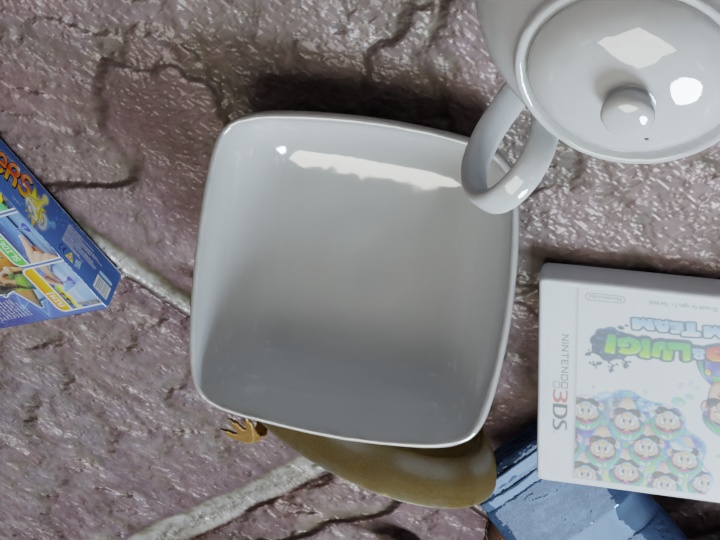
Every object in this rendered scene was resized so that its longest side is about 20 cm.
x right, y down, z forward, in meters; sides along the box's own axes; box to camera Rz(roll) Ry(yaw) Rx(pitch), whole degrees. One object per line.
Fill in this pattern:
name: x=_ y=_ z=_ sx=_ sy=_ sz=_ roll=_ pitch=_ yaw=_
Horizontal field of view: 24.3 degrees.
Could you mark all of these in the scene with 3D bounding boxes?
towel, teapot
towel: x=0.180 y=0.202 z=1.253 sx=0.111 sy=0.049 sz=0.200 roll=-37 pitch=95 yaw=25
teapot: x=0.140 y=-0.123 z=0.847 sx=0.196 sy=0.147 sz=0.201 roll=4 pitch=141 yaw=16

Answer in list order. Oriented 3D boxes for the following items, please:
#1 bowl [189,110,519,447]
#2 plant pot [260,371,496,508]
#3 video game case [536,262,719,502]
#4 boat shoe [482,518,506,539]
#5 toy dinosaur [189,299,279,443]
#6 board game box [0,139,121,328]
bowl: x=0.000 y=0.000 z=1.054 sx=0.199 sy=0.075 sz=0.201 roll=9 pitch=102 yaw=8
plant pot: x=0.008 y=0.094 z=1.149 sx=0.199 sy=0.200 sz=0.028 roll=23 pitch=108 yaw=-7
video game case: x=0.219 y=0.082 z=1.135 sx=0.199 sy=0.024 sz=0.183 roll=6 pitch=127 yaw=13
boat shoe: x=0.194 y=0.232 z=1.318 sx=0.199 sy=0.071 sz=0.070 roll=14 pitch=144 yaw=0
toy dinosaur: x=-0.050 y=0.091 z=1.232 sx=0.060 sy=0.107 sz=0.200 roll=-20 pitch=123 yaw=29
board game box: x=-0.282 y=-0.037 z=1.195 sx=0.135 sy=0.035 sz=0.200 roll=-10 pitch=135 yaw=31
